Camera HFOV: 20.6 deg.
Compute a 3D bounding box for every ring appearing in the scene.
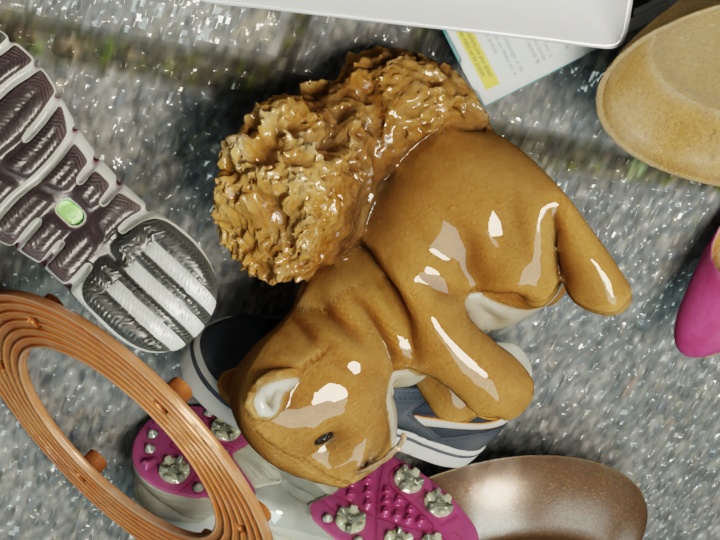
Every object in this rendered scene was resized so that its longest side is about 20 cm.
[{"bbox_3d":[-0.118,0.083,1.003,0.019,0.200,0.201,-45,136,-27],"label":"ring"}]

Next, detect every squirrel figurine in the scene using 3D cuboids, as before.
[{"bbox_3d":[0.000,0.000,0.959,0.186,0.142,0.200,-37,104,-6],"label":"squirrel figurine"}]

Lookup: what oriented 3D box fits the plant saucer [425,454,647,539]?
[{"bbox_3d":[0.079,0.181,1.181,0.200,0.037,0.201,-9,141,-7],"label":"plant saucer"}]

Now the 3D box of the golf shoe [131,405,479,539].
[{"bbox_3d":[-0.033,0.140,1.107,0.199,0.075,0.092,19,135,3],"label":"golf shoe"}]

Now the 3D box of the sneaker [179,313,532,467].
[{"bbox_3d":[0.003,0.048,1.056,0.200,0.079,0.079,12,133,-36],"label":"sneaker"}]

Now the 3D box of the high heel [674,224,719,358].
[{"bbox_3d":[0.214,-0.043,1.038,0.096,0.067,0.200,25,113,-41],"label":"high heel"}]

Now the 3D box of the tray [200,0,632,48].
[{"bbox_3d":[0.027,-0.163,0.885,0.199,0.022,0.108,6,107,-3],"label":"tray"}]

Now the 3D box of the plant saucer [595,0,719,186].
[{"bbox_3d":[0.210,-0.094,0.925,0.199,0.036,0.200,3,158,1],"label":"plant saucer"}]

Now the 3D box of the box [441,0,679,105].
[{"bbox_3d":[0.126,-0.163,0.937,0.200,0.049,0.082,-27,128,7],"label":"box"}]

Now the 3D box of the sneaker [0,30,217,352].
[{"bbox_3d":[-0.156,-0.036,0.955,0.076,0.116,0.200,-42,95,-10],"label":"sneaker"}]
